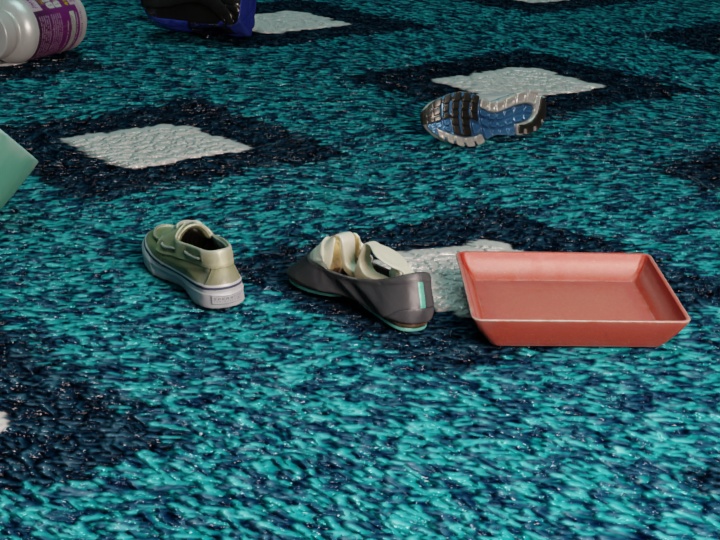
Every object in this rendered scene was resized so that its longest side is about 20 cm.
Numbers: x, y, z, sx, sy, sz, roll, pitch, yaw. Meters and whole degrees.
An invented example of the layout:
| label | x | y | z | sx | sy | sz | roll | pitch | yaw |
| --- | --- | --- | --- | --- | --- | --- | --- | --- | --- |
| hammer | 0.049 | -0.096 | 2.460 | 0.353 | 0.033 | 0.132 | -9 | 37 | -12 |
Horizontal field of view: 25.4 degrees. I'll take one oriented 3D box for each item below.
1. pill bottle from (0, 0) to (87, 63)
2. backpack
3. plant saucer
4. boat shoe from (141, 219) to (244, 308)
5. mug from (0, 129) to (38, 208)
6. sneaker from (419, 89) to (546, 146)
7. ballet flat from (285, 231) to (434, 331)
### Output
| label | x | y | z | sx | sy | sz | roll | pitch | yaw |
| --- | --- | --- | --- | --- | --- | --- | --- | --- | --- |
| pill bottle | -0.554 | -0.405 | 2.644 | 0.112 | 0.113 | 0.200 | 10 | 21 | 25 |
| backpack | -0.288 | -0.495 | 2.867 | 0.199 | 0.163 | 0.168 | 5 | -10 | 11 |
| plant saucer | 0.197 | 0.029 | 1.529 | 0.199 | 0.037 | 0.200 | 0 | 18 | -2 |
| boat shoe | -0.166 | -0.019 | 1.606 | 0.072 | 0.062 | 0.200 | -9 | 20 | -27 |
| mug | -0.455 | -0.129 | 1.753 | 0.152 | 0.115 | 0.185 | 37 | -5 | 21 |
| sneaker | 0.156 | -0.211 | 2.204 | 0.200 | 0.075 | 0.087 | -6 | 9 | -35 |
| ballet flat | 0.000 | 0.000 | 1.552 | 0.073 | 0.073 | 0.200 | -13 | 23 | -37 |
